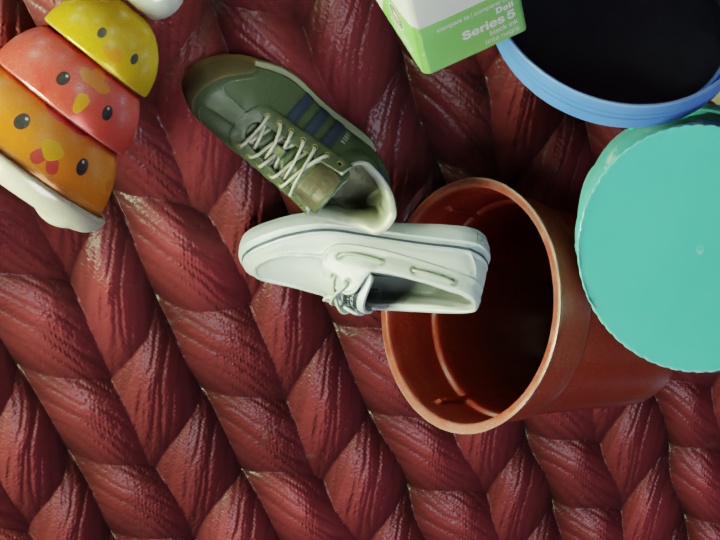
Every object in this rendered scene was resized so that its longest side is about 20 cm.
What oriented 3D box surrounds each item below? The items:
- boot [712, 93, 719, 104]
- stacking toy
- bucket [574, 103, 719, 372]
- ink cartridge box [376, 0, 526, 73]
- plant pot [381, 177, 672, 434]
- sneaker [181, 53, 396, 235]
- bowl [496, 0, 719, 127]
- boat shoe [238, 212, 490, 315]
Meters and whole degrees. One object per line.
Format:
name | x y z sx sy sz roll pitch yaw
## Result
boot | 0.315 -0.181 1.764 0.072 0.156 0.201 -18 140 -23
stacking toy | -0.189 -0.141 1.579 0.146 0.146 0.201 33 93 -45
bucket | 0.251 -0.021 1.687 0.207 0.208 0.135 -38 179 10
ink cartridge box | 0.034 -0.258 1.545 0.083 0.146 0.201 -23 139 -6
plant pot | 0.155 0.034 1.878 0.194 0.201 0.201 5 129 -42
sneaker | -0.042 -0.088 1.712 0.067 0.090 0.200 -44 136 18
bowl | 0.186 -0.190 1.662 0.199 0.202 0.039 -15 152 -15
boat shoe | 0.000 0.000 1.783 0.198 0.067 0.074 -2 146 12
